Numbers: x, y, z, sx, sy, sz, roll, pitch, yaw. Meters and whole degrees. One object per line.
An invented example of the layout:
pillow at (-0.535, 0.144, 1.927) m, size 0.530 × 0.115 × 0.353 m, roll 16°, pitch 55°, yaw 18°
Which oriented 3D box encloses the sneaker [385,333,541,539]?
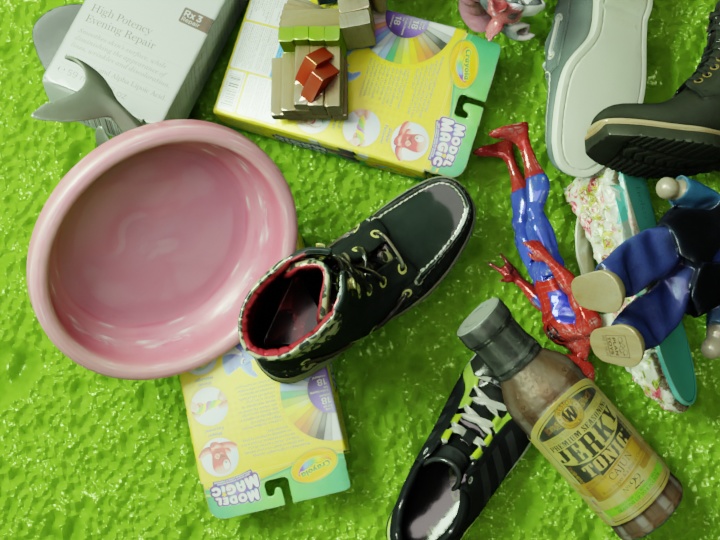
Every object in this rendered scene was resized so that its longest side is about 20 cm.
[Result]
sneaker at (0.081, 0.136, 1.043) m, size 0.071 × 0.083 × 0.201 m, roll 27°, pitch 87°, yaw 10°

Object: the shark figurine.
shark figurine at (-0.177, -0.058, 1.043) m, size 0.128 × 0.215 × 0.090 m, roll 25°, pitch 66°, yaw 2°

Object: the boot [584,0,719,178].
boot at (0.249, -0.143, 1.045) m, size 0.199 × 0.077 × 0.139 m, roll 1°, pitch 76°, yaw -25°

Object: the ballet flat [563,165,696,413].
ballet flat at (0.199, 0.013, 1.060) m, size 0.064 × 0.075 × 0.201 m, roll -20°, pitch 74°, yaw 36°

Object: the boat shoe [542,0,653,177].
boat shoe at (0.173, -0.161, 1.071) m, size 0.073 × 0.062 × 0.201 m, roll 21°, pitch 75°, yaw -26°

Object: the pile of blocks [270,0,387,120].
pile of blocks at (-0.016, -0.205, 1.050) m, size 0.082 × 0.062 × 0.201 m, roll 24°, pitch 82°, yaw 11°

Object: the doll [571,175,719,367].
doll at (0.235, 0.001, 1.013) m, size 0.200 × 0.048 × 0.137 m, roll -29°, pitch 102°, yaw -37°

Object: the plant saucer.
plant saucer at (-0.143, -0.018, 1.011) m, size 0.200 × 0.201 × 0.051 m, roll -44°, pitch 42°, yaw 0°

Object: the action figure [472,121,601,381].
action figure at (0.134, -0.008, 1.065) m, size 0.051 × 0.065 × 0.201 m, roll -16°, pitch 79°, yaw -22°

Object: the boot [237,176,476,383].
boot at (0.000, 0.002, 0.993) m, size 0.203 × 0.154 × 0.074 m, roll -40°, pitch 82°, yaw -2°

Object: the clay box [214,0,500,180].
clay box at (-0.001, -0.145, 1.100) m, size 0.199 × 0.048 × 0.116 m, roll 17°, pitch 83°, yaw 8°

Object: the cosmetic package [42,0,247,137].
cosmetic package at (-0.154, -0.199, 1.098) m, size 0.101 × 0.074 × 0.201 m, roll 22°, pitch 74°, yaw 3°

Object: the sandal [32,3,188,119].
sandal at (-0.187, -0.142, 1.135) m, size 0.076 × 0.043 × 0.200 m, roll -43°, pitch 79°, yaw 0°

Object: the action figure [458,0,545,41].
action figure at (0.106, -0.249, 1.035) m, size 0.149 × 0.134 × 0.201 m, roll 35°, pitch 43°, yaw -17°

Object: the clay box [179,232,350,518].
clay box at (-0.079, 0.081, 1.089) m, size 0.114 × 0.048 × 0.201 m, roll -13°, pitch 82°, yaw 4°

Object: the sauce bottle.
sauce bottle at (0.147, 0.106, 1.018) m, size 0.065 × 0.065 × 0.200 m, roll -44°, pitch 99°, yaw 0°
